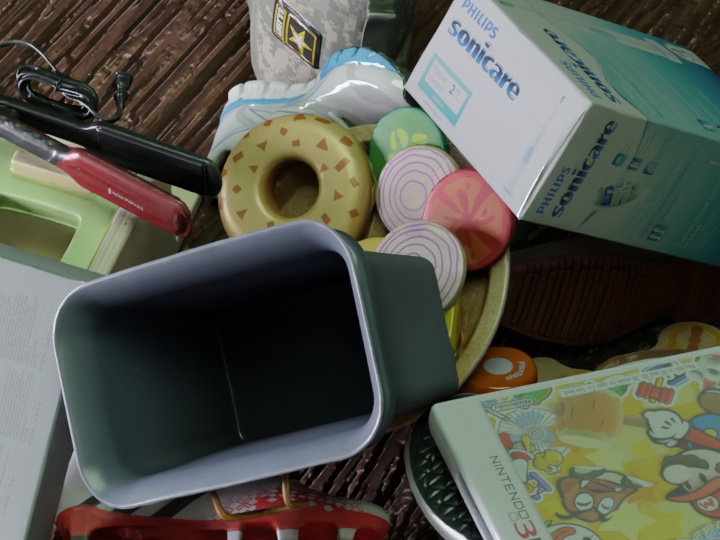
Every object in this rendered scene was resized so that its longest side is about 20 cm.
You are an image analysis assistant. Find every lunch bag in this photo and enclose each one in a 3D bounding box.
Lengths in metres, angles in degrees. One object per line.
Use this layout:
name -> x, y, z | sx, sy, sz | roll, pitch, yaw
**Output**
lunch bag -> -0.017, -0.200, 1.518 | 0.117, 0.164, 0.201 | -4, 53, -10

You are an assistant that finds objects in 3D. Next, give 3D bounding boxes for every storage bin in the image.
storage bin -> -0.044, 0.059, 1.248 | 0.199, 0.134, 0.147 | -16, 83, 30

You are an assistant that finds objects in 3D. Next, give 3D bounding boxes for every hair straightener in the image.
hair straightener -> -0.169, -0.089, 1.381 | 0.199, 0.041, 0.077 | 23, 58, 20

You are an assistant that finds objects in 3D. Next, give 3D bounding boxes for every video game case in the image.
video game case -> 0.158, 0.117, 1.185 | 0.199, 0.023, 0.182 | -10, 42, -16

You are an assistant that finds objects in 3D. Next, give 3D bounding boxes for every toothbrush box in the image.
toothbrush box -> 0.149, -0.086, 1.359 | 0.199, 0.086, 0.147 | 12, 28, -41

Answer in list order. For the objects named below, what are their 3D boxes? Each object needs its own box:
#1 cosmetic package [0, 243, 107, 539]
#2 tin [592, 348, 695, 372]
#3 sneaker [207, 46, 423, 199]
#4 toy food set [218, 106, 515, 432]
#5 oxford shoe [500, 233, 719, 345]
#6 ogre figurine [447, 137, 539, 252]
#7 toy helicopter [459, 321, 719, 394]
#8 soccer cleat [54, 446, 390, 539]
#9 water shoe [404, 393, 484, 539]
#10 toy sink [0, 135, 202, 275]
cosmetic package -> -0.240, 0.080, 1.309 | 0.150, 0.052, 0.201 | 17, 97, 11
tin -> 0.182, 0.117, 1.233 | 0.111, 0.042, 0.201 | -10, 41, -9
sneaker -> -0.032, -0.080, 1.441 | 0.075, 0.199, 0.087 | 44, 58, -23
toy food set -> 0.000, 0.000, 1.347 | 0.197, 0.049, 0.201 | 0, 75, 26
oxford shoe -> 0.158, -0.003, 1.427 | 0.199, 0.071, 0.074 | -2, 44, -26
ogre figurine -> 0.023, -0.008, 1.421 | 0.199, 0.099, 0.120 | -29, 46, -33
toy helicopter -> 0.159, 0.081, 1.363 | 0.199, 0.079, 0.132 | -26, 39, -36
soccer cleat -> -0.082, 0.133, 1.334 | 0.199, 0.069, 0.086 | -1, 57, 5
water shoe -> 0.084, 0.152, 1.229 | 0.071, 0.079, 0.200 | -27, 45, -6
toy sink -> -0.192, -0.027, 1.422 | 0.130, 0.112, 0.201 | 17, 55, 11
